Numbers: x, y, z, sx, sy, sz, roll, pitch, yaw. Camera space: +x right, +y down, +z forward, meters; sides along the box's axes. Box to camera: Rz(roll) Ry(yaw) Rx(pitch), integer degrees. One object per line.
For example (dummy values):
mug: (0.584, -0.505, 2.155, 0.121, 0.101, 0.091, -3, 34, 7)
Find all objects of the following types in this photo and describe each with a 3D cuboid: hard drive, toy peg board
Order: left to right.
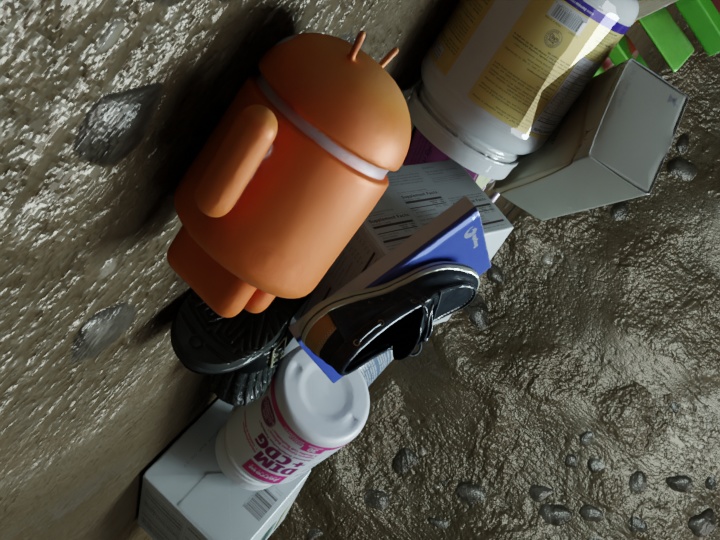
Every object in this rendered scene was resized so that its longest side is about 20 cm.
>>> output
hard drive: (0.034, 0.023, 0.879, 0.199, 0.026, 0.132, -36, 154, -3)
toy peg board: (0.297, -0.281, 0.953, 0.198, 0.098, 0.201, -18, -145, 47)

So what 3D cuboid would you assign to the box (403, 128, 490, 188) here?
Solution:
box: (0.159, -0.201, 1.076, 0.200, 0.096, 0.177, -45, 169, -25)

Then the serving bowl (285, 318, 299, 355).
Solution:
serving bowl: (-0.050, 0.099, 1.133, 0.198, 0.066, 0.201, -28, 159, -12)

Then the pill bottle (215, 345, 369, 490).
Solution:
pill bottle: (-0.083, 0.171, 1.037, 0.113, 0.114, 0.200, -41, 178, -42)

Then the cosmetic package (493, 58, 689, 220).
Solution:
cosmetic package: (0.215, -0.119, 0.897, 0.105, 0.072, 0.200, -64, -168, -12)

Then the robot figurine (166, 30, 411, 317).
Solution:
robot figurine: (-0.044, -0.066, 0.602, 0.142, 0.117, 0.201, 26, 109, -34)

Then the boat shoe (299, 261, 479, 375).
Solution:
boat shoe: (0.037, 0.044, 0.818, 0.198, 0.063, 0.075, -16, 145, -39)

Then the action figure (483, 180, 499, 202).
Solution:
action figure: (0.104, -0.051, 1.213, 0.135, 0.146, 0.203, 93, 11, -54)

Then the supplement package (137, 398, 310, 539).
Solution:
supplement package: (-0.180, 0.292, 1.188, 0.152, 0.150, 0.201, -44, 169, -32)

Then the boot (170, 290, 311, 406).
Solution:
boot: (-0.118, 0.072, 0.868, 0.211, 0.079, 0.159, -38, 164, -53)

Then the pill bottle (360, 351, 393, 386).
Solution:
pill bottle: (-0.034, 0.133, 1.355, 0.200, 0.119, 0.120, -45, 169, -27)

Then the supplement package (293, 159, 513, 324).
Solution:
supplement package: (0.032, -0.017, 0.974, 0.198, 0.112, 0.157, -12, 146, -42)

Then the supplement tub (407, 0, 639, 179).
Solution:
supplement tub: (0.145, -0.202, 0.859, 0.201, 0.145, 0.145, -55, 169, 27)
